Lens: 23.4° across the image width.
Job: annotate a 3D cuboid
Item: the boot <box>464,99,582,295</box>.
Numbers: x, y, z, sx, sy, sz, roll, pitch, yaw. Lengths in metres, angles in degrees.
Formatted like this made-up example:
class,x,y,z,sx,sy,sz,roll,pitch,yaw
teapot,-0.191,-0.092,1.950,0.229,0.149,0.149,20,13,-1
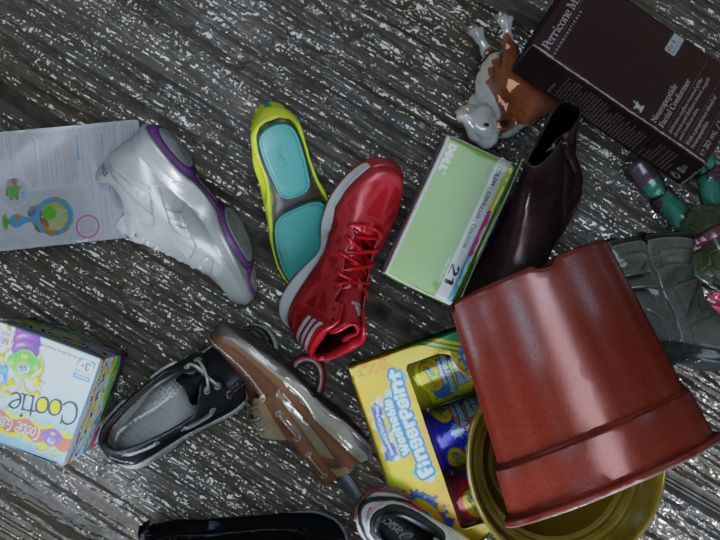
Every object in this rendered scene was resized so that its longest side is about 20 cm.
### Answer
class,x,y,z,sx,sy,sz,roll,pitch,yaw
boot,0.148,-0.045,1.625,0.072,0.167,0.200,23,57,19

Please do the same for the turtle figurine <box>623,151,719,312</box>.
class,x,y,z,sx,sy,sz,roll,pitch,yaw
turtle figurine,0.342,-0.031,1.691,0.149,0.101,0.201,-23,82,-7

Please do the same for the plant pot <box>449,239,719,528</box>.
class,x,y,z,sx,sy,sz,roll,pitch,yaw
plant pot,0.179,0.090,1.486,0.200,0.201,0.196,-22,85,-1

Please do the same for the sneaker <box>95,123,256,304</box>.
class,x,y,z,sx,sy,sz,roll,pitch,yaw
sneaker,-0.177,-0.043,1.694,0.099,0.075,0.200,-33,100,13

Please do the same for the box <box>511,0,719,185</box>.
class,x,y,z,sx,sy,sz,roll,pitch,yaw
box,0.255,-0.182,1.635,0.199,0.075,0.100,33,73,-1

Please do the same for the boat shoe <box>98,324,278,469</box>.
class,x,y,z,sx,sy,sz,roll,pitch,yaw
boat shoe,-0.169,0.119,1.692,0.199,0.060,0.074,-33,73,-1

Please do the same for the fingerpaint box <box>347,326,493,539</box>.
class,x,y,z,sx,sy,sz,roll,pitch,yaw
fingerpaint box,0.096,0.160,1.693,0.166,0.073,0.201,-18,90,-1

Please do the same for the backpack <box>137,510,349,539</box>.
class,x,y,z,sx,sy,sz,roll,pitch,yaw
backpack,-0.101,0.307,1.639,0.199,0.178,0.151,-10,109,0

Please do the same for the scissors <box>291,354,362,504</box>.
class,x,y,z,sx,sy,sz,roll,pitch,yaw
scissors,-0.044,0.177,1.723,0.073,0.014,0.201,-21,91,-3

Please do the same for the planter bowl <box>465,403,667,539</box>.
class,x,y,z,sx,sy,sz,roll,pitch,yaw
planter bowl,0.178,0.176,1.615,0.199,0.083,0.202,2,83,-16

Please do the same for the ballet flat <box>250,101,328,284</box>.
class,x,y,z,sx,sy,sz,roll,pitch,yaw
ballet flat,-0.068,-0.076,1.690,0.066,0.067,0.201,-18,124,-8

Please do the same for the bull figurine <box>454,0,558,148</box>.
class,x,y,z,sx,sy,sz,roll,pitch,yaw
bull figurine,0.167,-0.193,1.690,0.199,0.065,0.122,-16,89,-21

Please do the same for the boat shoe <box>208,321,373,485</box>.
class,x,y,z,sx,sy,sz,roll,pitch,yaw
boat shoe,-0.076,0.132,1.666,0.072,0.076,0.200,-45,104,2

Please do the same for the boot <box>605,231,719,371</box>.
class,x,y,z,sx,sy,sz,roll,pitch,yaw
boot,0.308,0.025,1.604,0.199,0.068,0.132,0,80,-19

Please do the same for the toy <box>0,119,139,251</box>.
class,x,y,z,sx,sy,sz,roll,pitch,yaw
toy,-0.314,-0.083,1.697,0.199,0.047,0.116,-8,104,-19

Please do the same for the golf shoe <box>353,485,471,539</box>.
class,x,y,z,sx,sy,sz,roll,pitch,yaw
golf shoe,0.080,0.276,1.614,0.199,0.092,0.073,32,91,-5

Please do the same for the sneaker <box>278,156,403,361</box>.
class,x,y,z,sx,sy,sz,roll,pitch,yaw
sneaker,0.000,0.000,1.649,0.078,0.116,0.201,13,114,-29

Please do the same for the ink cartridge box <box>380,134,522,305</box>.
class,x,y,z,sx,sy,sz,roll,pitch,yaw
ink cartridge box,0.084,-0.049,1.632,0.075,0.200,0.148,25,89,0

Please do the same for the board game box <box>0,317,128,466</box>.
class,x,y,z,sx,sy,sz,roll,pitch,yaw
board game box,-0.292,0.109,1.626,0.104,0.200,0.104,20,89,-1
